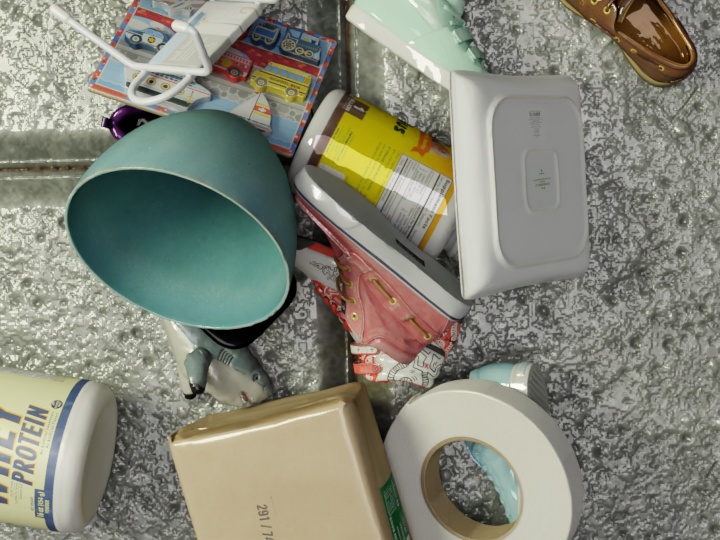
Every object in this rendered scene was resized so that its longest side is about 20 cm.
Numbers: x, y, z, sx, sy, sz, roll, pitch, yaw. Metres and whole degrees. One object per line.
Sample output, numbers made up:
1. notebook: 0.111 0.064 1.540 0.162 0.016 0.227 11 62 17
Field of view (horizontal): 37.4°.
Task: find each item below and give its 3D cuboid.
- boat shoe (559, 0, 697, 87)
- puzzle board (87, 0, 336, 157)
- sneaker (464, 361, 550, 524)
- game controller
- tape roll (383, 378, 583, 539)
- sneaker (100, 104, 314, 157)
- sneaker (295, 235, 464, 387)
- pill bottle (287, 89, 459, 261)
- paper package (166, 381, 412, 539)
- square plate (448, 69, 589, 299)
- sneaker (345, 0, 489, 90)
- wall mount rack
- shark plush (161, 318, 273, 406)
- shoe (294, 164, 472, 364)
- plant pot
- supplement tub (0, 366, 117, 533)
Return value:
1. boat shoe: 0.248 -0.259 1.012 0.200 0.068 0.072 45 94 -2
2. puzzle board: -0.136 -0.197 1.006 0.199 0.017 0.151 18 57 0
3. sneaker: 0.147 0.185 1.059 0.081 0.074 0.202 0 101 31
4. game controller: -0.157 -0.017 1.023 0.200 0.042 0.104 43 59 3
5. tape roll: 0.113 0.203 1.020 0.202 0.037 0.204 9 108 28
6. sneaker: -0.144 -0.136 1.019 0.198 0.088 0.075 -4 96 1
7. sneaker: -0.003 0.044 1.041 0.200 0.067 0.109 22 92 -3
8. pill bottle: 0.038 -0.082 1.010 0.199 0.109 0.110 28 95 -2
9. paper package: -0.061 0.225 1.022 0.189 0.103 0.201 -15 94 16
10. square plate: 0.156 -0.083 0.981 0.028 0.199 0.200 1 97 43
11. sneaker: 0.097 -0.234 1.011 0.200 0.074 0.119 35 100 1
12. wall mount rack: -0.175 -0.241 0.977 0.173 0.075 0.200 12 51 32
13. shark plush: -0.157 0.044 1.065 0.083 0.091 0.201 -18 73 -17
14. shoe: 0.000 0.000 0.954 0.200 0.072 0.091 39 110 -14
15. plant pot: -0.139 -0.063 0.938 0.199 0.201 0.135 18 52 0
16. supplement tub: -0.347 0.165 1.018 0.198 0.145 0.146 9 95 0
